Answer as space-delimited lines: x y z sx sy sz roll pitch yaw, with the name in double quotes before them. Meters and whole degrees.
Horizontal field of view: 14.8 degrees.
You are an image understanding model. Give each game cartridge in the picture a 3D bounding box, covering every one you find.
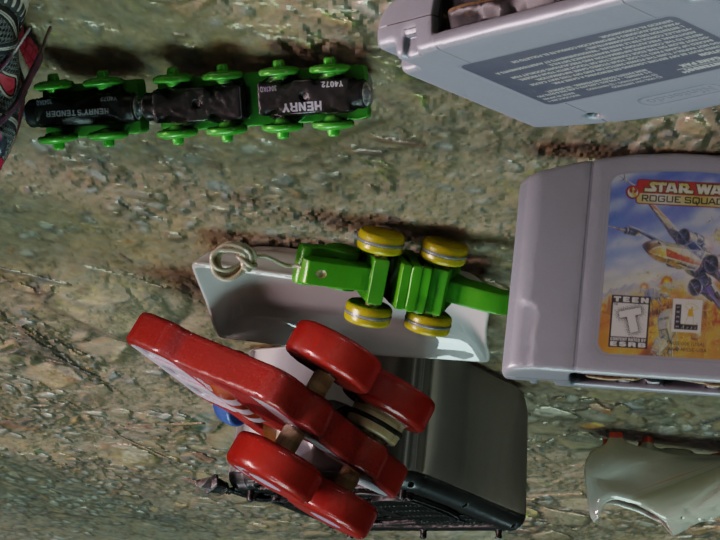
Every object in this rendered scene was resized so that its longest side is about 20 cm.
"game cartridge" 0.123 -0.111 1.297 0.133 0.042 0.199 14 164 -42
"game cartridge" 0.182 0.002 1.529 0.199 0.134 0.042 3 165 9

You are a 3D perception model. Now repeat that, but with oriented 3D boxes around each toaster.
"toaster" 0.009 0.132 2.120 0.180 0.119 0.200 -5 162 34

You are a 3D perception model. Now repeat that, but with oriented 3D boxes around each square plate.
"square plate" -0.008 0.022 1.890 0.197 0.029 0.200 5 165 4

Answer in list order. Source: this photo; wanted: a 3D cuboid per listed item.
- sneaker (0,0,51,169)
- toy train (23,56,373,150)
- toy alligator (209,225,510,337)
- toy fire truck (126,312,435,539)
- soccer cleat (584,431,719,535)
"sneaker" -0.203 -0.105 1.406 0.080 0.075 0.200 4 164 7
"toy train" -0.083 -0.089 1.474 0.199 0.042 0.056 -2 -175 20
"toy alligator" 0.000 0.000 1.754 0.199 0.060 0.054 9 -167 -10
"toy fire truck" -0.056 0.097 1.948 0.168 0.112 0.200 23 170 36
"soccer cleat" 0.282 0.182 2.273 0.199 0.078 0.069 6 165 2
